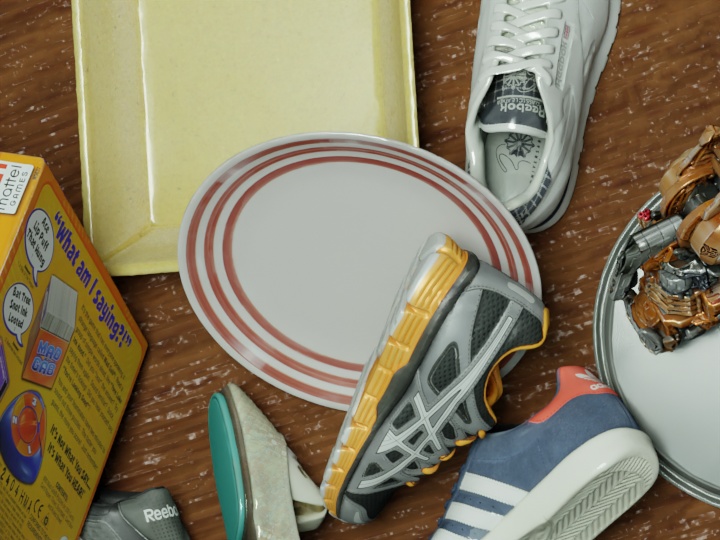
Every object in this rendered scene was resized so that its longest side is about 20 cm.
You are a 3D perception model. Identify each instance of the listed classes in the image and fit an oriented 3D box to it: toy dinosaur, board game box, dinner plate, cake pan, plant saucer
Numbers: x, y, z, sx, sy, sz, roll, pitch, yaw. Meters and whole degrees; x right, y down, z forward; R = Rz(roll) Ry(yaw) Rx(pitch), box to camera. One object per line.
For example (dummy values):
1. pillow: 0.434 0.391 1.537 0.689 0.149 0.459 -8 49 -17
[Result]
1. toy dinosaur: 0.192 -0.027 1.045 0.136 0.200 0.102 -13 77 -19
2. board game box: -0.260 0.062 1.158 0.200 0.200 0.200 9 61 18
3. dinner plate: 0.000 0.000 1.165 0.200 0.024 0.200 8 133 9
4. cake pan: 0.220 0.034 1.145 0.200 0.037 0.200 0 89 16
5. plant saucer: -0.060 -0.101 1.220 0.200 0.048 0.200 -4 88 15

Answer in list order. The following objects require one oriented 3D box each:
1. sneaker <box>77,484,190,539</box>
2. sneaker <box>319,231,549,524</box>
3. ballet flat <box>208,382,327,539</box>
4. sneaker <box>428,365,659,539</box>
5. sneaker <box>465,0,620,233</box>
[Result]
1. sneaker: -0.123 0.173 1.225 0.200 0.066 0.091 38 102 15
2. sneaker: 0.035 0.072 1.151 0.077 0.078 0.200 22 132 -4
3. ballet flat: -0.043 0.155 1.195 0.062 0.067 0.200 -2 61 -16
4. sneaker: 0.073 0.130 1.176 0.200 0.075 0.085 -42 52 21
5. sneaker: 0.094 -0.119 1.160 0.076 0.080 0.200 3 89 17
